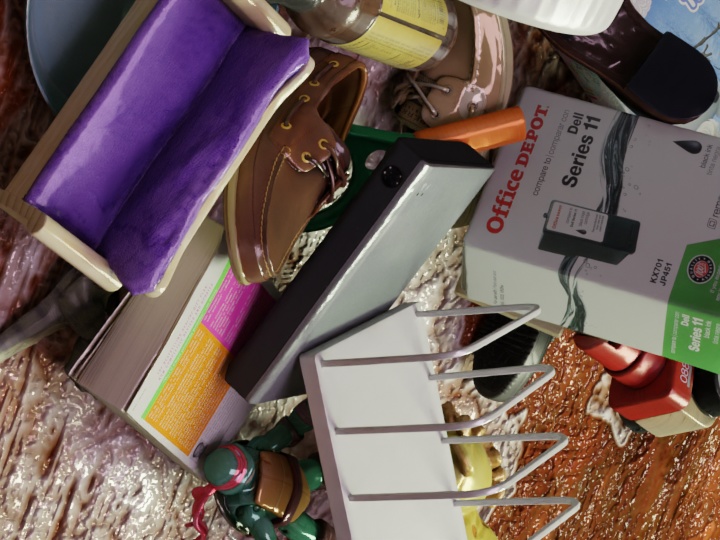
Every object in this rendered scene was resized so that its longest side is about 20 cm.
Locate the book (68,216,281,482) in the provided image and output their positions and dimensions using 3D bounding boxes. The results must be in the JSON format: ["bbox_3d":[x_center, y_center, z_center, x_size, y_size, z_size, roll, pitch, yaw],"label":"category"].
[{"bbox_3d":[-0.104,0.054,1.512,0.134,0.048,0.200,-56,158,-9],"label":"book"}]

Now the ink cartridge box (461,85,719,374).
[{"bbox_3d":[0.185,-0.031,1.629,0.083,0.199,0.147,82,26,-60],"label":"ink cartridge box"}]

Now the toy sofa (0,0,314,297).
[{"bbox_3d":[-0.125,-0.090,1.387,0.201,0.097,0.083,-56,138,-7],"label":"toy sofa"}]

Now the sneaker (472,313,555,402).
[{"bbox_3d":[0.163,0.016,1.790,0.104,0.060,0.201,20,90,-44],"label":"sneaker"}]

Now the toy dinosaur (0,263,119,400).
[{"bbox_3d":[-0.174,0.028,1.477,0.200,0.047,0.088,-43,134,-12],"label":"toy dinosaur"}]

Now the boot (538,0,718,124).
[{"bbox_3d":[0.167,-0.173,1.662,0.075,0.200,0.097,-45,176,-7],"label":"boot"}]

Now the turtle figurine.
[{"bbox_3d":[-0.049,0.151,1.590,0.200,0.100,0.151,30,74,-58],"label":"turtle figurine"}]

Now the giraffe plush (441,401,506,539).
[{"bbox_3d":[0.055,0.189,1.713,0.199,0.172,0.163,-21,109,-36],"label":"giraffe plush"}]

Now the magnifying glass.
[{"bbox_3d":[0.018,-0.078,1.575,0.199,0.022,0.080,-14,123,-11],"label":"magnifying glass"}]

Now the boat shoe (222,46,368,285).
[{"bbox_3d":[-0.041,-0.073,1.467,0.072,0.067,0.201,76,21,-44],"label":"boat shoe"}]

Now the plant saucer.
[{"bbox_3d":[-0.132,-0.173,1.429,0.199,0.027,0.201,-22,124,-37],"label":"plant saucer"}]

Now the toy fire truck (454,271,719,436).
[{"bbox_3d":[0.187,0.010,1.704,0.200,0.128,0.177,33,57,-35],"label":"toy fire truck"}]

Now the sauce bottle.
[{"bbox_3d":[-0.007,-0.178,1.498,0.200,0.064,0.065,15,99,-59],"label":"sauce bottle"}]

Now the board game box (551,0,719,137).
[{"bbox_3d":[0.269,-0.170,1.781,0.200,0.043,0.199,-48,119,-16],"label":"board game box"}]

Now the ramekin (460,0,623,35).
[{"bbox_3d":[0.097,-0.232,1.507,0.200,0.200,0.098,2,116,-45],"label":"ramekin"}]

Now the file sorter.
[{"bbox_3d":[0.064,0.130,1.537,0.139,0.124,0.201,-25,106,-55],"label":"file sorter"}]

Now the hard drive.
[{"bbox_3d":[0.000,0.000,1.538,0.200,0.033,0.139,-53,164,15],"label":"hard drive"}]

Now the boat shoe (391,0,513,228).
[{"bbox_3d":[0.059,-0.115,1.615,0.064,0.071,0.201,-19,124,-38],"label":"boat shoe"}]
